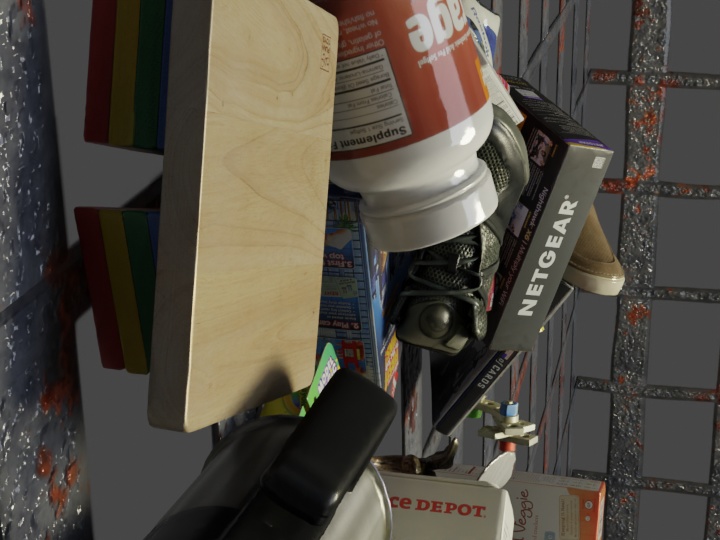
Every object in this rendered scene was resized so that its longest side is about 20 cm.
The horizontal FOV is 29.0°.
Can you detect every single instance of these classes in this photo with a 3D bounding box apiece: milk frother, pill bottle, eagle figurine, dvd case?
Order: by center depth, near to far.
[{"bbox_3d":[-0.012,0.175,0.686,0.201,0.180,0.188,49,22,-3],"label":"milk frother"},{"bbox_3d":[0.014,-0.120,0.825,0.112,0.111,0.202,-59,133,-61],"label":"pill bottle"},{"bbox_3d":[0.070,0.258,1.214,0.151,0.150,0.203,133,-53,-62],"label":"eagle figurine"},{"bbox_3d":[0.131,0.045,1.350,0.201,0.025,0.151,-52,-163,26],"label":"dvd case"}]

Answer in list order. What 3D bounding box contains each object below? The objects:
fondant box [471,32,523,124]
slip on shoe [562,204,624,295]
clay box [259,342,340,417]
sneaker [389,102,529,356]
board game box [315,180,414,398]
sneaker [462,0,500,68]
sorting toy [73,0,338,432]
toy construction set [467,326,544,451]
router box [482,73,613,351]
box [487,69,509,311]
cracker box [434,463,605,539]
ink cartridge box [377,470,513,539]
[{"bbox_3d":[0.049,-0.172,1.017,0.145,0.058,0.200,60,8,11],"label":"fondant box"},{"bbox_3d":[0.187,-0.056,1.285,0.061,0.075,0.201,-66,-150,30],"label":"slip on shoe"},{"bbox_3d":[-0.039,0.154,0.926,0.116,0.047,0.202,-69,158,-49],"label":"clay box"},{"bbox_3d":[0.069,-0.018,0.967,0.201,0.075,0.115,100,2,-47],"label":"sneaker"},{"bbox_3d":[0.000,0.000,1.011,0.200,0.061,0.203,-60,152,-61],"label":"board game box"},{"bbox_3d":[0.104,-0.190,1.337,0.201,0.079,0.116,79,23,-43],"label":"sneaker"},{"bbox_3d":[-0.074,-0.037,0.677,0.200,0.069,0.202,-6,100,-76],"label":"sorting toy"},{"bbox_3d":[0.146,0.090,1.491,0.092,0.129,0.203,18,77,-75],"label":"toy construction set"},{"bbox_3d":[0.130,-0.054,1.249,0.157,0.052,0.202,51,-51,50],"label":"router box"},{"bbox_3d":[0.066,-0.067,1.179,0.095,0.098,0.203,3,92,-75],"label":"box"},{"bbox_3d":[0.128,0.260,1.325,0.058,0.197,0.136,-7,102,-74],"label":"cracker box"},{"bbox_3d":[0.033,0.263,1.052,0.085,0.144,0.203,66,32,-60],"label":"ink cartridge box"}]
